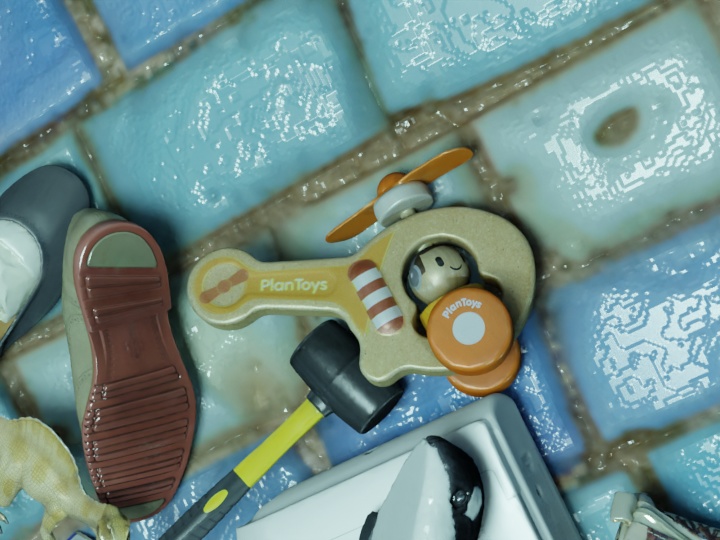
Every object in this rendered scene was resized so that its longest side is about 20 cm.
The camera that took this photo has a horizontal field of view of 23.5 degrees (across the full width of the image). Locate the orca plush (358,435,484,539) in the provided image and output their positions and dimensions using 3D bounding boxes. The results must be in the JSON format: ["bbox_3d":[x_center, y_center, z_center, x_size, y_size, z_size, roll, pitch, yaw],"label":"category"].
[{"bbox_3d":[0.038,0.193,0.926,0.071,0.105,0.201,16,78,-19],"label":"orca plush"}]

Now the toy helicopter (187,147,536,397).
[{"bbox_3d":[0.000,0.000,0.983,0.199,0.079,0.133,-1,75,10],"label":"toy helicopter"}]

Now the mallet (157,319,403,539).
[{"bbox_3d":[-0.070,0.109,1.010,0.200,0.041,0.066,-37,76,-5],"label":"mallet"}]

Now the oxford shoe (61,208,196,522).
[{"bbox_3d":[-0.146,0.056,1.068,0.075,0.070,0.201,-144,50,-59],"label":"oxford shoe"}]

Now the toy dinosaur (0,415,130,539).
[{"bbox_3d":[-0.205,0.121,1.071,0.200,0.058,0.101,36,139,16],"label":"toy dinosaur"}]

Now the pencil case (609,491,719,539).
[{"bbox_3d":[0.222,0.184,0.927,0.199,0.078,0.090,19,122,18],"label":"pencil case"}]

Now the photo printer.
[{"bbox_3d":[0.031,0.184,1.005,0.200,0.069,0.167,-28,87,23],"label":"photo printer"}]

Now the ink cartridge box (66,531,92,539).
[{"bbox_3d":[-0.172,0.263,1.019,0.200,0.198,0.047,15,141,47],"label":"ink cartridge box"}]

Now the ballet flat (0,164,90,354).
[{"bbox_3d":[-0.237,0.022,1.084,0.073,0.073,0.200,42,110,10],"label":"ballet flat"}]
